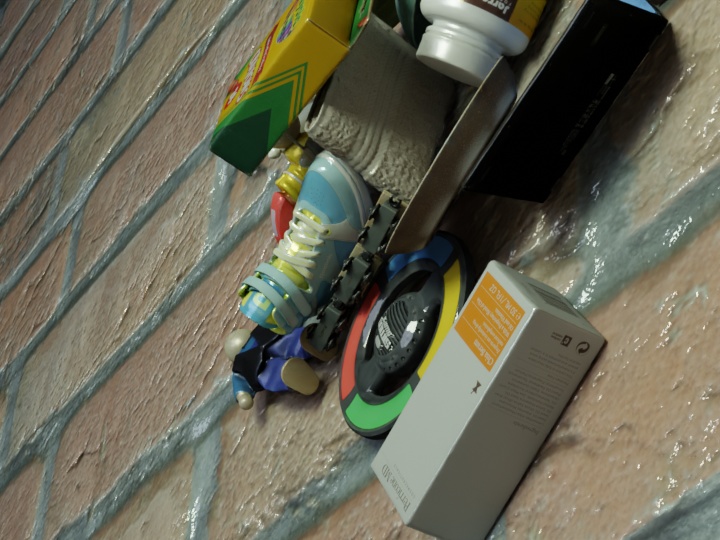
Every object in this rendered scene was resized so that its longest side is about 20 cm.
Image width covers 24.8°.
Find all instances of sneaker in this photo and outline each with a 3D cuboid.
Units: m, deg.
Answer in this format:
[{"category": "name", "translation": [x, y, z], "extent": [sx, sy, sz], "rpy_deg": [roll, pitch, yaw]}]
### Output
[{"category": "sneaker", "translation": [-0.057, -0.014, 1.556], "extent": [0.079, 0.130, 0.200], "rpy_deg": [36, 143, 28]}]

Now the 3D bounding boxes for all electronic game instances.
[{"category": "electronic game", "translation": [0.040, 0.057, 1.477], "extent": [0.200, 0.042, 0.200], "rpy_deg": [-45, 32, 38]}]

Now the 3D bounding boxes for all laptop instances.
[{"category": "laptop", "translation": [0.153, -0.165, 1.370], "extent": [0.116, 0.200, 0.187], "rpy_deg": [44, 113, 29]}]

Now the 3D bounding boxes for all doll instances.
[{"category": "doll", "translation": [-0.088, 0.084, 1.701], "extent": [0.137, 0.048, 0.200], "rpy_deg": [-61, 22, -14]}]

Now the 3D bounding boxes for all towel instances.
[{"category": "towel", "translation": [0.023, -0.159, 1.558], "extent": [0.034, 0.132, 0.200], "rpy_deg": [-38, 25, 39]}]

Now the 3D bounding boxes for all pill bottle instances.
[{"category": "pill bottle", "translation": [0.126, -0.276, 1.524], "extent": [0.200, 0.109, 0.109], "rpy_deg": [-67, 25, -1]}]

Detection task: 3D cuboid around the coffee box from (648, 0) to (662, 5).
[{"category": "coffee box", "translation": [0.228, -0.338, 1.371], "extent": [0.080, 0.114, 0.200], "rpy_deg": [-40, 34, 43]}]

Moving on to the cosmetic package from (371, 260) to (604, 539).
[{"category": "cosmetic package", "translation": [0.096, 0.105, 1.285], "extent": [0.200, 0.071, 0.101], "rpy_deg": [-61, 25, 11]}]

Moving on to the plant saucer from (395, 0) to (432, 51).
[{"category": "plant saucer", "translation": [0.080, -0.311, 1.594], "extent": [0.200, 0.036, 0.200], "rpy_deg": [-58, -17, -29]}]

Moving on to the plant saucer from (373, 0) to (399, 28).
[{"category": "plant saucer", "translation": [0.018, -0.283, 1.703], "extent": [0.200, 0.031, 0.200], "rpy_deg": [-42, -5, -5]}]

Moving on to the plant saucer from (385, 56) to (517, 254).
[{"category": "plant saucer", "translation": [0.085, -0.094, 1.431], "extent": [0.200, 0.032, 0.200], "rpy_deg": [-57, -3, -5]}]

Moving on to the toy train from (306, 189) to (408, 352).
[{"category": "toy train", "translation": [0.000, 0.000, 1.538], "extent": [0.046, 0.034, 0.200], "rpy_deg": [-46, -12, -50]}]

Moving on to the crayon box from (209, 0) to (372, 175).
[{"category": "crayon box", "translation": [-0.060, -0.198, 1.519], "extent": [0.200, 0.051, 0.127], "rpy_deg": [-48, 17, 29]}]

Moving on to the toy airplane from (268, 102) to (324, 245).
[{"category": "toy airplane", "translation": [-0.034, -0.138, 1.668], "extent": [0.200, 0.141, 0.199], "rpy_deg": [-51, 20, 46]}]
